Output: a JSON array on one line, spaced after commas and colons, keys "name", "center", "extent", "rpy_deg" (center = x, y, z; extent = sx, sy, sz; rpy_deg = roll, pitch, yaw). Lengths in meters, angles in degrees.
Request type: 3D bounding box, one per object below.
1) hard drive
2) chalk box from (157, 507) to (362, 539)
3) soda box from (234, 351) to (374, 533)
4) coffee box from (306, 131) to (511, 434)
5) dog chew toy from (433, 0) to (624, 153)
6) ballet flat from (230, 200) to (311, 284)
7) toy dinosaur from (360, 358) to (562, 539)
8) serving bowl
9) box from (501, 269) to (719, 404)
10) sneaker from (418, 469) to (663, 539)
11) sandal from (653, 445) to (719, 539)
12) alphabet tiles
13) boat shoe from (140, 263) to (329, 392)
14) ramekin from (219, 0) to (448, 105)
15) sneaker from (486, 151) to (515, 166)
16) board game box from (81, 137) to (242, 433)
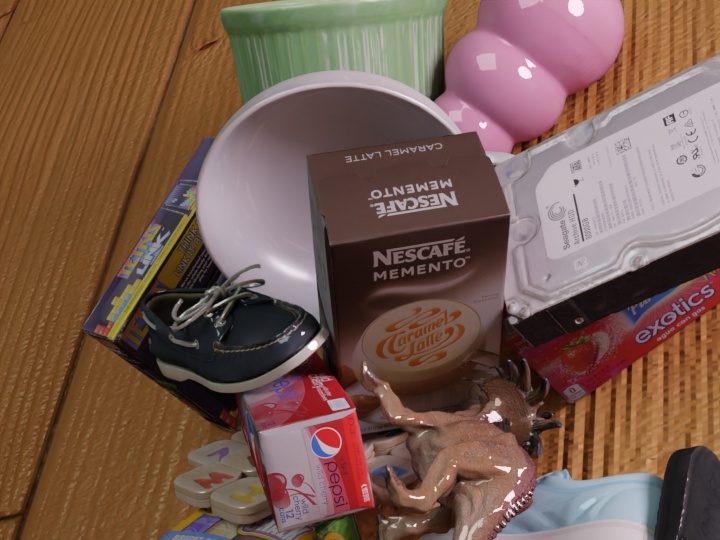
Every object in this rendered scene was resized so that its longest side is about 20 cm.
[{"name": "hard drive", "center": [0.178, -0.049, 0.791], "extent": [0.199, 0.038, 0.140], "rpy_deg": [-26, 45, 25]}, {"name": "chalk box", "center": [-0.066, 0.229, 0.833], "extent": [0.123, 0.125, 0.200], "rpy_deg": [2, 25, 44]}, {"name": "soda box", "center": [-0.045, 0.103, 0.834], "extent": [0.063, 0.070, 0.200], "rpy_deg": [-13, 13, -9]}, {"name": "coffee box", "center": [0.030, 0.014, 0.817], "extent": [0.114, 0.200, 0.080], "rpy_deg": [-10, 48, -5]}, {"name": "dog chew toy", "center": [0.128, -0.166, 1.037], "extent": [0.200, 0.124, 0.125], "rpy_deg": [-53, 37, 5]}, {"name": "ballet flat", "center": [-0.071, -0.026, 0.960], "extent": [0.072, 0.072, 0.201], "rpy_deg": [49, 126, 52]}, {"name": "toy dinosaur", "center": [0.074, 0.118, 0.766], "extent": [0.135, 0.086, 0.200], "rpy_deg": [-3, 27, -8]}, {"name": "serving bowl", "center": [-0.013, -0.058, 0.874], "extent": [0.200, 0.200, 0.066], "rpy_deg": [-30, 30, 21]}, {"name": "box", "center": [0.185, -0.015, 0.860], "extent": [0.200, 0.095, 0.100], "rpy_deg": [-37, 39, 13]}, {"name": "sneaker", "center": [0.111, 0.172, 0.800], "extent": [0.199, 0.074, 0.082], "rpy_deg": [-11, 32, 33]}, {"name": "sandal", "center": [0.193, 0.187, 0.690], "extent": [0.048, 0.075, 0.201], "rpy_deg": [-17, 46, 38]}, {"name": "alphabet tiles", "center": [-0.031, 0.130, 0.899], "extent": [0.199, 0.015, 0.195], "rpy_deg": [-19, 16, -35]}, {"name": "boat shoe", "center": [-0.093, 0.037, 0.853], "extent": [0.075, 0.062, 0.200], "rpy_deg": [-35, 17, -26]}, {"name": "ramekin", "center": [-0.018, -0.190, 1.088], "extent": [0.199, 0.098, 0.200], "rpy_deg": [-5, 14, 1]}, {"name": "sneaker", "center": [0.052, -0.028, 1.030], "extent": [0.199, 0.071, 0.100], "rpy_deg": [-19, 53, 31]}, {"name": "board game box", "center": [-0.119, 0.014, 1.070], "extent": [0.057, 0.165, 0.200], "rpy_deg": [11, 65, 48]}]
